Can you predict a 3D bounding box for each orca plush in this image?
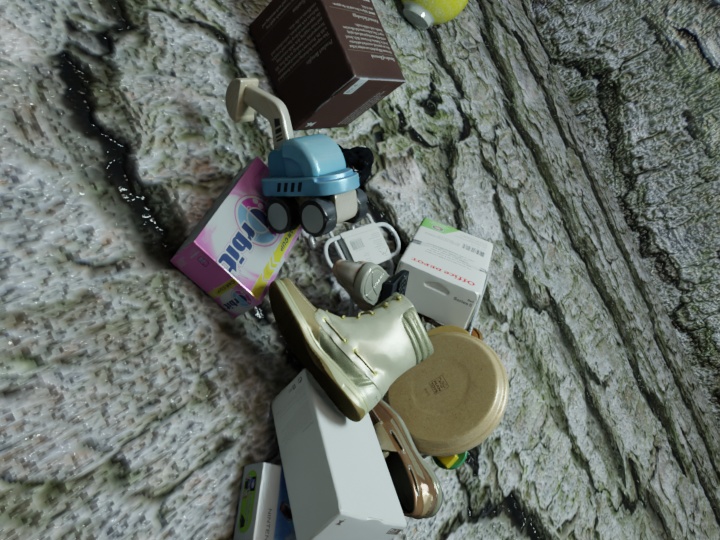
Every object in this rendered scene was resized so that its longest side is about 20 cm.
[{"bbox_3d":[-0.021,-0.189,0.960,0.199,0.070,0.107,-21,87,-51],"label":"orca plush"}]

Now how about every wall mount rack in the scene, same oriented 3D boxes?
[{"bbox_3d":[0.000,0.000,0.892,0.199,0.074,0.176,-21,84,-50],"label":"wall mount rack"}]

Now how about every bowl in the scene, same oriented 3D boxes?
[{"bbox_3d":[0.169,-0.698,1.394,0.198,0.200,0.109,26,97,-38],"label":"bowl"}]

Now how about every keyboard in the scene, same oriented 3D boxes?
[{"bbox_3d":[0.185,0.100,0.905,0.010,0.057,0.202,20,60,8],"label":"keyboard"},{"bbox_3d":[0.033,0.104,0.813,0.127,0.020,0.204,-33,137,-52],"label":"keyboard"}]

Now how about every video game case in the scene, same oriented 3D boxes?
[{"bbox_3d":[-0.065,0.349,0.655,0.198,0.045,0.185,30,51,-37],"label":"video game case"}]

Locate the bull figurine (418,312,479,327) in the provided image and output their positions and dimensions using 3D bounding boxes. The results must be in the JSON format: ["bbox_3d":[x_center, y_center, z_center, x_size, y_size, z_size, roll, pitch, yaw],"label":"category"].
[{"bbox_3d":[0.163,0.047,1.037,0.121,0.066,0.198,35,36,31],"label":"bull figurine"}]

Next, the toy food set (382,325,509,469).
[{"bbox_3d":[0.120,0.180,0.797,0.197,0.199,0.049,-42,137,-10],"label":"toy food set"}]

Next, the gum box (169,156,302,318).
[{"bbox_3d":[-0.154,-0.053,0.740,0.113,0.066,0.202,45,43,-23],"label":"gum box"}]

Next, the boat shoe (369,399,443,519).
[{"bbox_3d":[0.031,0.243,0.728,0.200,0.076,0.071,44,16,32],"label":"boat shoe"}]

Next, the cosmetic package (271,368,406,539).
[{"bbox_3d":[-0.032,0.233,0.660,0.112,0.081,0.202,31,24,-34],"label":"cosmetic package"}]

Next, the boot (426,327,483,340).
[{"bbox_3d":[0.146,0.142,0.989,0.152,0.078,0.201,20,27,-8],"label":"boot"}]

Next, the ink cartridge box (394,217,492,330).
[{"bbox_3d":[0.147,0.000,0.958,0.143,0.085,0.200,22,32,9],"label":"ink cartridge box"}]

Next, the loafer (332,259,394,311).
[{"bbox_3d":[0.016,0.030,0.817,0.073,0.062,0.200,-62,155,-11],"label":"loafer"}]

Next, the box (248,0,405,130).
[{"bbox_3d":[-0.057,-0.379,0.941,0.163,0.164,0.203,-23,89,-52],"label":"box"}]

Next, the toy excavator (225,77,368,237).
[{"bbox_3d":[-0.091,-0.159,0.725,0.099,0.192,0.204,-24,115,-50],"label":"toy excavator"}]

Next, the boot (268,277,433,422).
[{"bbox_3d":[-0.012,0.067,0.695,0.154,0.072,0.201,-34,80,-28],"label":"boot"}]

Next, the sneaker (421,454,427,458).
[{"bbox_3d":[0.069,0.250,0.855,0.198,0.075,0.107,-10,58,-42],"label":"sneaker"}]
